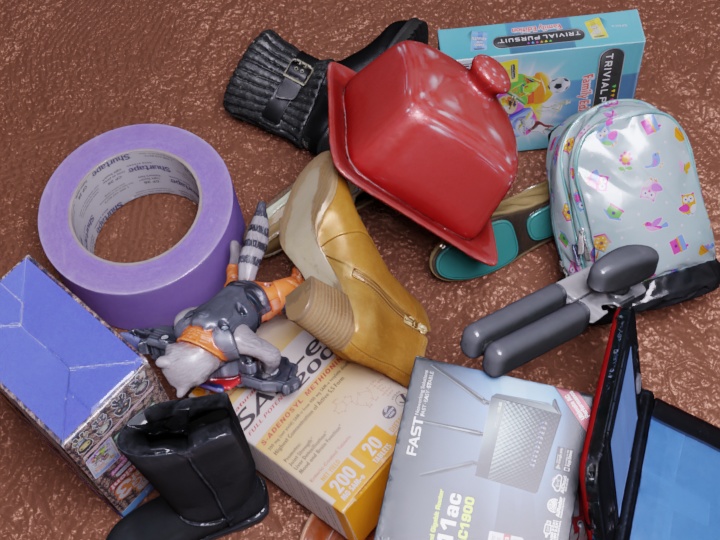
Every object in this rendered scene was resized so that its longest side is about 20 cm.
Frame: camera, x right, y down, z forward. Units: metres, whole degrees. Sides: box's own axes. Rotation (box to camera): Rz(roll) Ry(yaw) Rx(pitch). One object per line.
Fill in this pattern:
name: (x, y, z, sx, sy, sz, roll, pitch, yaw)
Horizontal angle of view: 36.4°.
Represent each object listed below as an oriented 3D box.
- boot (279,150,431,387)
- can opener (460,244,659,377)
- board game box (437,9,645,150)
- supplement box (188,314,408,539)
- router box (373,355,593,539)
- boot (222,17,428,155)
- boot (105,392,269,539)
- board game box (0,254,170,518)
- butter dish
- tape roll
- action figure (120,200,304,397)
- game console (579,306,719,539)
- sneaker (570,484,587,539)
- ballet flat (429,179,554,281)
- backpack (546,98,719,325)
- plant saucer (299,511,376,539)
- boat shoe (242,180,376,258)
boot: (0.000, 0.000, 0.987, 0.071, 0.144, 0.202, -32, 41, 36)
can opener: (0.168, 0.026, 0.923, 0.199, 0.067, 0.053, -25, 48, -31)
board game box: (0.181, -0.189, 1.131, 0.199, 0.151, 0.047, -6, 57, 2)
supplement box: (-0.041, 0.136, 0.999, 0.199, 0.074, 0.126, 29, 65, 31)
router box: (0.095, 0.182, 0.881, 0.149, 0.062, 0.201, 11, 72, 8)
boot: (-0.037, -0.225, 1.210, 0.157, 0.080, 0.211, 32, 69, 19)
boot: (-0.166, 0.187, 0.933, 0.164, 0.200, 0.066, -26, 63, -9)
board game box: (-0.253, 0.109, 0.981, 0.159, 0.200, 0.097, 37, 70, 21)
butter dish: (0.079, -0.138, 1.019, 0.199, 0.148, 0.201, 29, 33, -24)
tape roll: (-0.222, -0.046, 1.128, 0.199, 0.085, 0.201, -2, 62, 4)
action figure: (-0.134, 0.033, 0.997, 0.199, 0.105, 0.194, 6, 42, 23)
game console: (0.258, 0.154, 0.896, 0.118, 0.173, 0.200, 2, 38, 22)
sneaker: (0.206, 0.222, 0.942, 0.199, 0.071, 0.113, -26, 62, -27)
ballet flat: (0.154, -0.047, 1.120, 0.199, 0.069, 0.063, -21, 34, -9)
backpack: (0.255, -0.062, 1.039, 0.166, 0.127, 0.201, -17, 97, -9)
plant saucer: (0.042, 0.268, 0.970, 0.199, 0.032, 0.201, -2, 62, 4)
boat shoe: (-0.027, -0.067, 1.136, 0.200, 0.072, 0.076, -37, 78, -14)
